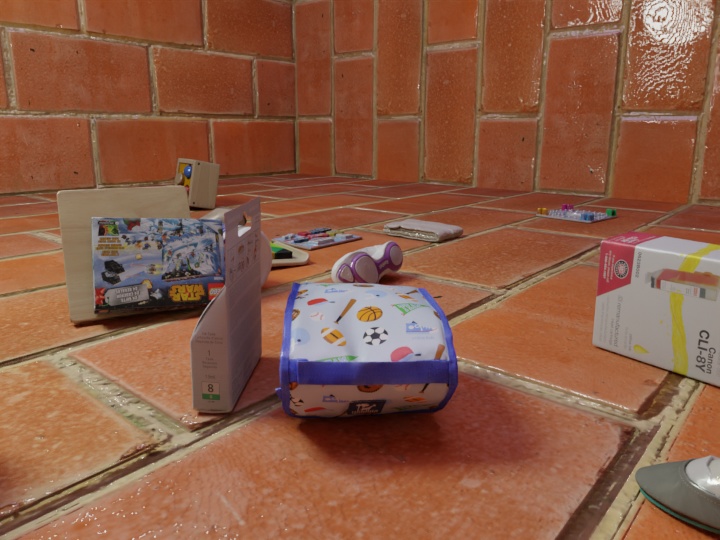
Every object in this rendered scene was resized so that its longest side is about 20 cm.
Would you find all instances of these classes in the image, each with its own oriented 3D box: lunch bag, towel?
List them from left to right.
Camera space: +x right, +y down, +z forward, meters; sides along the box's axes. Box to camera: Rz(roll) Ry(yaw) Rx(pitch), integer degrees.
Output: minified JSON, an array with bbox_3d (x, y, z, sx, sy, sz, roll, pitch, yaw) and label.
[{"bbox_3d":[0.001,0.084,0.591,0.165,0.128,0.200,0,6,-5],"label":"lunch bag"},{"bbox_3d":[0.169,-0.112,1.566,0.197,0.036,0.131,12,19,40],"label":"towel"}]

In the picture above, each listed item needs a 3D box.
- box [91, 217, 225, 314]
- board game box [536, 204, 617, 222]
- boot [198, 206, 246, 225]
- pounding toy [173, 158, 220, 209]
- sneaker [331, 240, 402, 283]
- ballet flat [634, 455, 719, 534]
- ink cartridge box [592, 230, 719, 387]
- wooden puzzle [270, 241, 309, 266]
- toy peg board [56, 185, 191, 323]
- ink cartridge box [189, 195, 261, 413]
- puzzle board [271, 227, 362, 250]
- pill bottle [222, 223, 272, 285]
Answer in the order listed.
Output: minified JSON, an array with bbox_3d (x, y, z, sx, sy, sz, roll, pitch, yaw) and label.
[{"bbox_3d":[-0.309,-0.009,0.892,0.195,0.141,0.040,-1,-12,-27],"label":"box"},{"bbox_3d":[0.721,-0.193,1.915,0.197,0.027,0.198,-12,18,-39],"label":"board game box"},{"bbox_3d":[-0.359,-0.071,1.263,0.196,0.071,0.146,-7,29,39],"label":"boot"},{"bbox_3d":[-0.622,-0.304,2.074,0.140,0.190,0.198,4,8,-41],"label":"pounding toy"},{"bbox_3d":[0.000,0.000,1.077,0.098,0.077,0.198,-13,3,36],"label":"sneaker"},{"bbox_3d":[0.292,0.162,0.395,0.066,0.066,0.198,-10,17,-36],"label":"ballet flat"},{"bbox_3d":[0.397,0.043,0.700,0.082,0.150,0.198,-10,17,-35],"label":"ink cartridge box"},{"bbox_3d":[-0.234,-0.037,1.250,0.196,0.038,0.183,-9,17,-33],"label":"wooden puzzle"},{"bbox_3d":[-0.377,-0.021,0.942,0.195,0.205,0.097,-7,-11,-28],"label":"toy peg board"},{"bbox_3d":[-0.146,0.028,0.640,0.049,0.206,0.161,0,13,2],"label":"ink cartridge box"},{"bbox_3d":[-0.111,-0.085,1.491,0.148,0.018,0.198,12,18,39],"label":"puzzle board"},{"bbox_3d":[-0.267,-0.029,1.048,0.196,0.119,0.115,10,16,32],"label":"pill bottle"}]
